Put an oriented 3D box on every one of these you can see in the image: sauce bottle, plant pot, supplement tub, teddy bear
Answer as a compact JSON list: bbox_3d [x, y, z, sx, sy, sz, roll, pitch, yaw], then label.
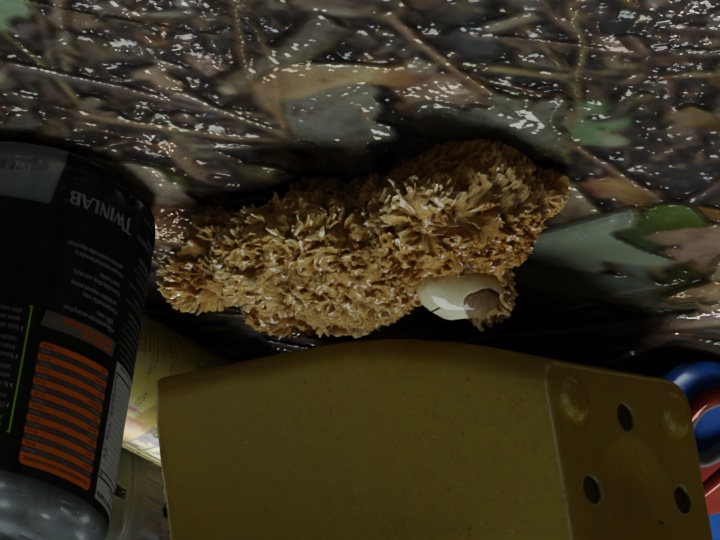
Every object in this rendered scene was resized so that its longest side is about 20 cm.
[{"bbox_3d":[-0.083,0.070,1.437,0.066,0.066,0.200,-14,147,40],"label":"sauce bottle"},{"bbox_3d":[0.051,0.127,1.339,0.200,0.196,0.194,-19,161,37],"label":"plant pot"},{"bbox_3d":[-0.161,0.055,1.258,0.122,0.200,0.123,7,156,3],"label":"supplement tub"},{"bbox_3d":[0.000,0.000,1.250,0.200,0.067,0.145,-6,155,31],"label":"teddy bear"}]

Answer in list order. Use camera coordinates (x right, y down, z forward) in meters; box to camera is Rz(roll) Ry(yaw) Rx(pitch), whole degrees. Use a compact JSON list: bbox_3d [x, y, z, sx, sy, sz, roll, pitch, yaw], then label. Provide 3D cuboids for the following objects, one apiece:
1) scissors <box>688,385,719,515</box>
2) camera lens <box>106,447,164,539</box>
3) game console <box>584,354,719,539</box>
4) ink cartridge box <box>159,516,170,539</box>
[{"bbox_3d":[0.144,0.130,1.419,0.073,0.014,0.200,25,118,-27],"label":"scissors"},{"bbox_3d":[-0.216,0.102,1.431,0.160,0.160,0.200,-13,149,40],"label":"camera lens"},{"bbox_3d":[0.192,0.101,1.483,0.200,0.119,0.171,18,-175,-21],"label":"game console"},{"bbox_3d":[-0.197,0.212,1.670,0.200,0.165,0.075,14,157,-12],"label":"ink cartridge box"}]
